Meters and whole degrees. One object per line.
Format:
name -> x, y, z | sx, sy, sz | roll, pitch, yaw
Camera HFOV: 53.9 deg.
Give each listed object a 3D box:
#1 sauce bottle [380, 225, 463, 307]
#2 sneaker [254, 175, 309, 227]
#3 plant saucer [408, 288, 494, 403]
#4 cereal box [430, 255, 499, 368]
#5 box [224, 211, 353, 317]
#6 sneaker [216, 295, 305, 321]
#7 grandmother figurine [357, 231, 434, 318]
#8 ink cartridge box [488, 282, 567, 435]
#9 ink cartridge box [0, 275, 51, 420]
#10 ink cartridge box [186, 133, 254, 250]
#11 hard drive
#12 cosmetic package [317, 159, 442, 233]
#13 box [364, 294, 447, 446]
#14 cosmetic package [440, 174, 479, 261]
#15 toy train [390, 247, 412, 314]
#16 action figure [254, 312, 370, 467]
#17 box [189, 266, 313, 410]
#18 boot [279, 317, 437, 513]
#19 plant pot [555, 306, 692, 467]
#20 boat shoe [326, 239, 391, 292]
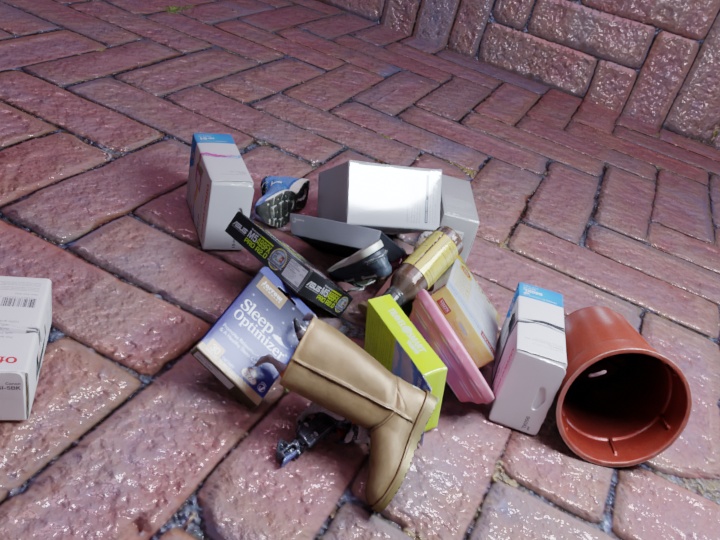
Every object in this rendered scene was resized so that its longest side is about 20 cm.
sauce bottle -> 0.094, 0.007, 1.192 | 0.064, 0.065, 0.200 | 33, 61, 27
sneaker -> -0.177, -0.149, 1.472 | 0.087, 0.080, 0.200 | 14, 22, 12
plant saucer -> 0.134, 0.126, 1.104 | 0.050, 0.202, 0.202 | -32, 41, 2
cereal box -> 0.184, 0.064, 1.221 | 0.145, 0.039, 0.200 | 56, 21, -6
box -> -0.122, -0.010, 1.216 | 0.199, 0.045, 0.160 | 38, 1, 31
sneaker -> -0.149, 0.078, 1.118 | 0.072, 0.079, 0.199 | 27, 32, 22
grandmother figurine -> 0.084, 0.009, 1.261 | 0.119, 0.061, 0.201 | 21, 59, 28
ink cartridge box -> 0.270, 0.138, 1.145 | 0.082, 0.147, 0.201 | 16, 31, 5
ink cartridge box -> -0.493, 0.097, 0.926 | 0.143, 0.084, 0.202 | 4, 33, -17
ink cartridge box -> -0.272, -0.152, 1.353 | 0.083, 0.147, 0.201 | -2, 35, -25
hard drive -> -0.029, -0.056, 1.323 | 0.196, 0.043, 0.135 | 13, -10, 28
cosmetic package -> 0.032, -0.139, 1.415 | 0.195, 0.127, 0.199 | 4, 0, -20
box -> 0.067, 0.145, 1.061 | 0.047, 0.124, 0.201 | -13, 40, -22
cosmetic package -> 0.198, -0.117, 1.549 | 0.088, 0.109, 0.202 | 13, 33, -3
toy train -> 0.094, 0.026, 1.325 | 0.041, 0.057, 0.201 | 2, 34, -21
action figure -> -0.054, 0.171, 0.976 | 0.193, 0.105, 0.200 | 44, 41, 6
box -> -0.147, 0.089, 1.047 | 0.121, 0.032, 0.201 | 44, 47, -10
boot -> -0.018, 0.187, 0.923 | 0.197, 0.066, 0.178 | 29, 68, -2
plant pot -> 0.391, 0.167, 1.129 | 0.196, 0.205, 0.196 | 14, 23, -3
boat shoe -> 0.000, 0.000, 1.222 | 0.074, 0.199, 0.063 | -30, 91, -28
